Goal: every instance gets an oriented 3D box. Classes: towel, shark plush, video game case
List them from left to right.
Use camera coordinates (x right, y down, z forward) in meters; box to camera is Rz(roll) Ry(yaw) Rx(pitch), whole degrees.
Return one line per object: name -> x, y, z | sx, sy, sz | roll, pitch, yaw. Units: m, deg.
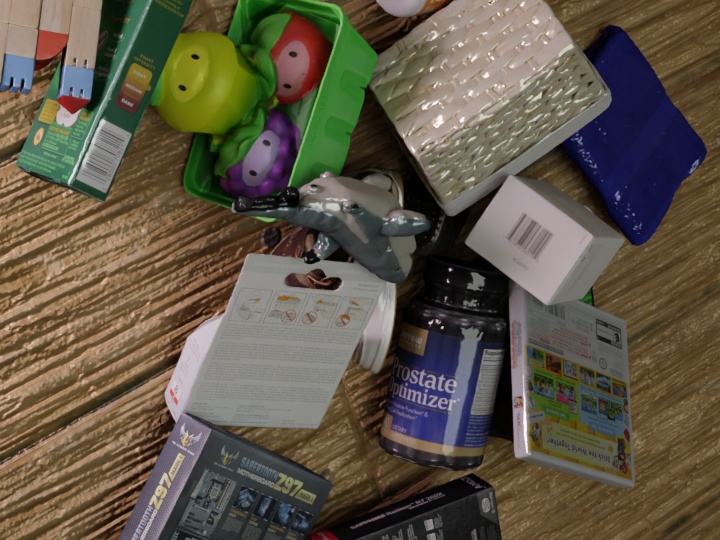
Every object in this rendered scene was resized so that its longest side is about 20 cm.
shark plush -> -0.020, -0.035, 1.488 | 0.199, 0.091, 0.084 | 3, 120, -48
video game case -> 0.218, 0.118, 1.731 | 0.199, 0.023, 0.184 | 21, 62, -47
towel -> 0.282, -0.145, 1.820 | 0.148, 0.049, 0.200 | -52, 122, -20

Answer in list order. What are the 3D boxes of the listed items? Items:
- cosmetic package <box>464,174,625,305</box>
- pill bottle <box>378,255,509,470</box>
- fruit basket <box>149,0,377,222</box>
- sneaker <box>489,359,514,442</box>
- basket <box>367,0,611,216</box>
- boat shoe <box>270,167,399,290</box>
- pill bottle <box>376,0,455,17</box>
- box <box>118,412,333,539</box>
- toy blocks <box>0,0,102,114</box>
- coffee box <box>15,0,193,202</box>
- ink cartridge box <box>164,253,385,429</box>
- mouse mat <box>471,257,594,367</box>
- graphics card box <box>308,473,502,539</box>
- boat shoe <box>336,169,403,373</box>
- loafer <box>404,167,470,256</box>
cosmetic package -> 0.188, -0.031, 1.679 | 0.085, 0.107, 0.200 | -56, 165, 9
pill bottle -> 0.089, 0.092, 1.710 | 0.111, 0.111, 0.203 | 7, 97, -33
fruit basket -> -0.105, -0.157, 1.523 | 0.214, 0.154, 0.218 | -22, 121, -43
sneaker -> 0.209, 0.119, 1.787 | 0.199, 0.106, 0.075 | -39, 118, -19
basket -> 0.116, -0.174, 1.599 | 0.199, 0.136, 0.123 | -35, 152, 6
boat shoe -> -0.041, -0.015, 1.597 | 0.072, 0.072, 0.200 | 44, 98, 2
pill bottle -> 0.111, -0.313, 1.632 | 0.198, 0.112, 0.114 | -13, 108, -28
box -> -0.130, 0.241, 1.616 | 0.199, 0.051, 0.159 | 31, 85, -49
toy blocks -> -0.294, -0.206, 1.393 | 0.198, 0.100, 0.139 | 9, 82, -20
coffee box -> -0.219, -0.165, 1.452 | 0.044, 0.122, 0.202 | 25, 86, -35
ink cartridge box -> -0.080, 0.060, 1.589 | 0.161, 0.050, 0.202 | 5, 122, -33
mouse mat -> 0.174, 0.051, 1.817 | 0.198, 0.008, 0.163 | -19, 110, -28
graphics card box -> 0.051, 0.298, 1.707 | 0.198, 0.051, 0.127 | -18, 108, -21
boat shoe -> 0.000, 0.000, 1.664 | 0.068, 0.071, 0.203 | 2, 95, -12
loafer -> 0.093, -0.106, 1.702 | 0.071, 0.072, 0.202 | 28, 85, -58
